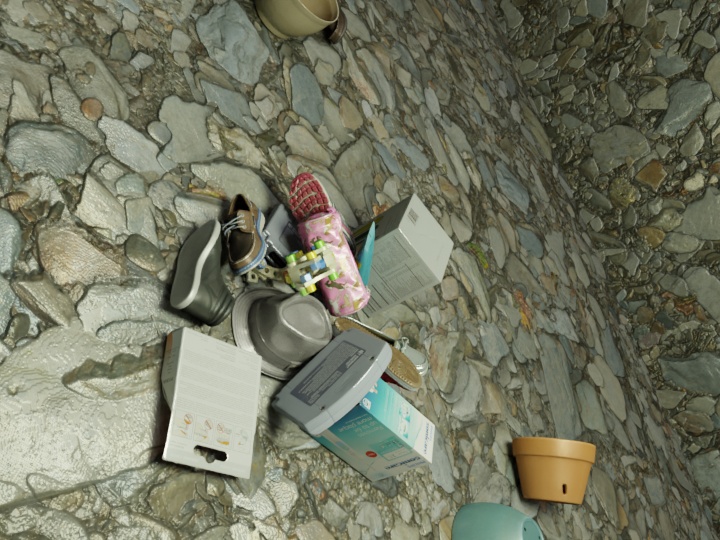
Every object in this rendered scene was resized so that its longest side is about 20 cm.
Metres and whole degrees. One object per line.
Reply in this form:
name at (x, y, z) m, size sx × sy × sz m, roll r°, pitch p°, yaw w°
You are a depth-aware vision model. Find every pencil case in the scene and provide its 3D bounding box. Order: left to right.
pencil case at (-0.051, -0.016, 1.291) m, size 0.086 × 0.083 × 0.201 m, roll -25°, pitch 98°, yaw -26°

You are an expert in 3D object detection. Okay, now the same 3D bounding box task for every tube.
tube at (0.000, 0.000, 1.365) m, size 0.050 × 0.201 × 0.078 m, roll 14°, pitch 44°, yaw -2°

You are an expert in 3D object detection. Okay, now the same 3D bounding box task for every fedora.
fedora at (-0.123, 0.099, 1.216) m, size 0.199 × 0.090 × 0.178 m, roll 24°, pitch 49°, yaw -43°

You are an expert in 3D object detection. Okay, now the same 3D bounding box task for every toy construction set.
toy construction set at (-0.121, -0.002, 1.207) m, size 0.131 × 0.199 × 0.093 m, roll -34°, pitch 118°, yaw -45°

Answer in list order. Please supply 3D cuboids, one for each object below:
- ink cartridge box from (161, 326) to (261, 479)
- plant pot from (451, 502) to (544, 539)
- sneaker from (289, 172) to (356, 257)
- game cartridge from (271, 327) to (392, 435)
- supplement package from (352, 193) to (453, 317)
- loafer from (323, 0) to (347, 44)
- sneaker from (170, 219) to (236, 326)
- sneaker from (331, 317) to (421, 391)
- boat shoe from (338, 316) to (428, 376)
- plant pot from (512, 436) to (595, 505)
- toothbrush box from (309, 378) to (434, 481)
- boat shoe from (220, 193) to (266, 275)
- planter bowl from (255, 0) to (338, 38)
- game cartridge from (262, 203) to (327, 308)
ink cartridge box at (-0.231, 0.206, 1.047) m, size 0.162 × 0.050 × 0.202 m, roll 29°, pitch 54°, yaw -41°
plant pot at (0.302, 0.573, 1.414) m, size 0.200 × 0.134 × 0.201 m, roll 33°, pitch 42°, yaw -36°
sneaker at (-0.075, -0.101, 1.359) m, size 0.201 × 0.080 × 0.075 m, roll 62°, pitch 17°, yaw -13°
game cartridge at (-0.043, 0.185, 1.154) m, size 0.200 × 0.133 × 0.041 m, roll -43°, pitch 120°, yaw -22°
supplement package at (0.067, -0.031, 1.467) m, size 0.151 × 0.199 × 0.152 m, roll 49°, pitch 35°, yaw -17°
loafer at (-0.092, -0.701, 1.862) m, size 0.071 × 0.073 × 0.201 m, roll 9°, pitch 54°, yaw -38°
sneaker at (-0.250, 0.009, 1.139) m, size 0.099 × 0.070 × 0.201 m, roll 50°, pitch 30°, yaw -37°
sneaker at (0.013, 0.186, 1.289) m, size 0.199 × 0.113 × 0.071 m, roll 35°, pitch 28°, yaw 8°
boat shoe at (0.041, 0.150, 1.341) m, size 0.201 × 0.065 × 0.075 m, roll 24°, pitch 36°, yaw 6°
plant pot at (0.468, 0.491, 1.666) m, size 0.199 × 0.199 × 0.141 m, roll 26°, pitch 64°, yaw -42°
toothbrush box at (0.017, 0.281, 1.227) m, size 0.200 × 0.146 × 0.086 m, roll 44°, pitch 37°, yaw -28°
boat shoe at (-0.214, -0.067, 1.202) m, size 0.073 × 0.072 × 0.201 m, roll 58°, pitch 10°, yaw -32°
planter bowl at (-0.168, -0.650, 1.651) m, size 0.200 × 0.134 × 0.202 m, roll 33°, pitch 44°, yaw -38°
game cartridge at (-0.117, -0.030, 1.355) m, size 0.200 × 0.041 × 0.134 m, roll 48°, pitch 39°, yaw -20°
